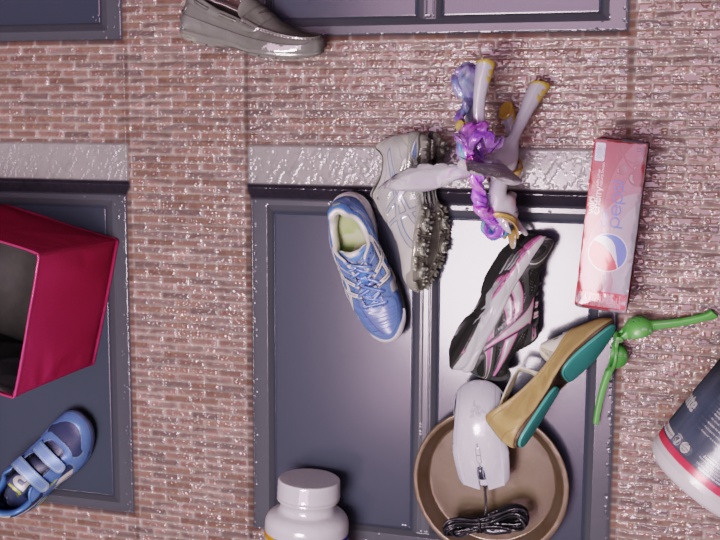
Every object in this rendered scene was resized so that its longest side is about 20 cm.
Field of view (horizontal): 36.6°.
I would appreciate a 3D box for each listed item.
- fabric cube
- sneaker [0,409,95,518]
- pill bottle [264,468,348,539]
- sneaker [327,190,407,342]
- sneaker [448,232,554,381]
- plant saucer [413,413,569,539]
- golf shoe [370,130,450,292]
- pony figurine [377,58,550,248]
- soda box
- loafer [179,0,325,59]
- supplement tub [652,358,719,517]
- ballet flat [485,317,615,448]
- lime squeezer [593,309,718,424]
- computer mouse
[{"bbox_3d":[-0.474,0.032,1.461,0.200,0.199,0.196,16,103,14],"label":"fabric cube"},{"bbox_3d":[-0.454,0.282,1.551,0.074,0.082,0.200,43,105,9],"label":"sneaker"},{"bbox_3d":[-0.072,0.369,1.432,0.112,0.112,0.200,5,99,16],"label":"pill bottle"},{"bbox_3d":[0.000,0.000,1.377,0.076,0.077,0.200,-21,93,17],"label":"sneaker"},{"bbox_3d":[0.189,0.047,1.340,0.086,0.080,0.200,27,104,-12],"label":"sneaker"},{"bbox_3d":[0.167,0.270,1.390,0.200,0.029,0.200,2,98,17],"label":"plant saucer"},{"bbox_3d":[0.059,-0.074,1.363,0.097,0.078,0.200,4,94,33],"label":"golf shoe"},{"bbox_3d":[0.139,-0.136,1.260,0.166,0.193,0.200,2,83,48],"label":"pony figurine"},{"bbox_3d":[0.297,-0.055,1.284,0.063,0.070,0.200,8,100,15],"label":"soda box"},{"bbox_3d":[-0.138,-0.311,1.379,0.200,0.070,0.070,14,110,15],"label":"loafer"},{"bbox_3d":[0.443,0.171,1.235,0.140,0.140,0.200,37,106,9],"label":"supplement tub"},{"bbox_3d":[0.225,0.122,1.312,0.063,0.069,0.200,36,79,29],"label":"ballet flat"},{"bbox_3d":[0.332,0.099,1.320,0.071,0.038,0.200,36,108,-24],"label":"lime squeezer"},{"bbox_3d":[0.148,0.237,1.354,0.110,0.044,0.200,-4,96,18],"label":"computer mouse"}]
